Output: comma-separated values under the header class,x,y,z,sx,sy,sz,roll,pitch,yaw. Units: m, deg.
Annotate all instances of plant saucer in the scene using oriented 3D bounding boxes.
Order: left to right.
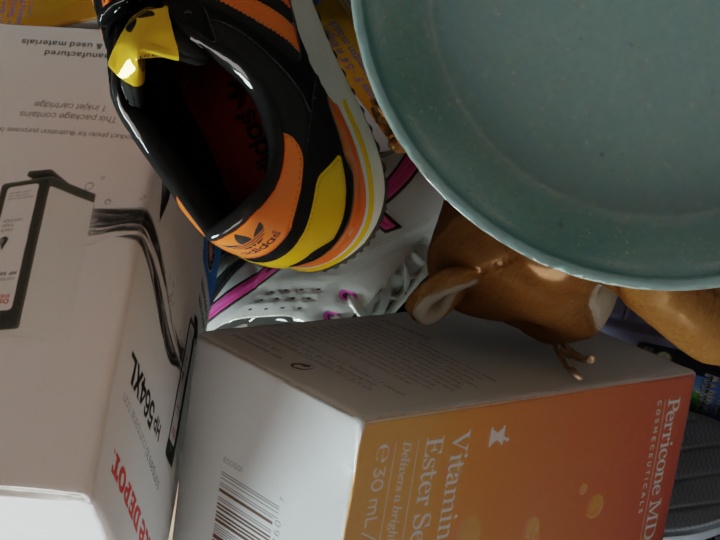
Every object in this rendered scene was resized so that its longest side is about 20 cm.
class,x,y,z,sx,sy,sz,roll,pitch,yaw
plant saucer,0.096,-0.093,0.553,0.198,0.202,0.036,16,176,4

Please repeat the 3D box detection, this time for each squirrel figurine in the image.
class,x,y,z,sx,sy,sz,roll,pitch,yaw
squirrel figurine,0.089,-0.047,0.667,0.186,0.142,0.200,-17,133,39

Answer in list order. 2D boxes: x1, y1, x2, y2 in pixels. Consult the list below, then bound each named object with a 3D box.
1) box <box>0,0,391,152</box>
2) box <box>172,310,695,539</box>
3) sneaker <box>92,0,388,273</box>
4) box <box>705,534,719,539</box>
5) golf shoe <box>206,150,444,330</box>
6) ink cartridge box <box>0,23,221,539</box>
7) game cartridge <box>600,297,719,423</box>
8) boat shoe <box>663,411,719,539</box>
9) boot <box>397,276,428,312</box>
class,x,y,z,sx,sy,sz,roll,pitch,yaw
box,-0.079,-0.084,0.727,0.198,0.042,0.119,-11,145,24
box,0.030,0.105,0.736,0.199,0.154,0.106,-5,-161,-41
sneaker,-0.062,-0.092,0.605,0.070,0.201,0.090,-33,167,21
box,0.100,0.166,0.897,0.198,0.110,0.035,-5,119,2
golf shoe,0.000,0.000,0.794,0.199,0.093,0.073,-25,148,19
ink cartridge box,-0.114,0.027,0.685,0.083,0.201,0.146,4,150,5
game cartridge,0.131,0.055,0.899,0.129,0.039,0.201,17,147,11
boat shoe,0.104,0.110,0.885,0.198,0.073,0.062,-3,160,3
boot,0.022,0.075,0.932,0.211,0.080,0.157,37,143,-20
